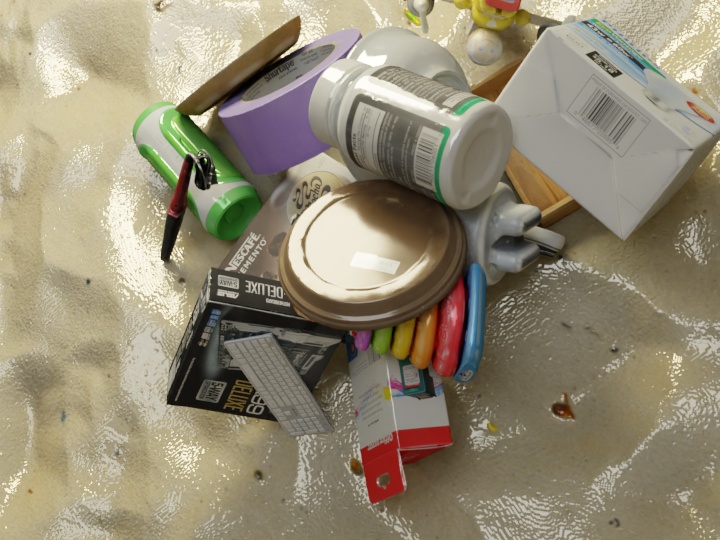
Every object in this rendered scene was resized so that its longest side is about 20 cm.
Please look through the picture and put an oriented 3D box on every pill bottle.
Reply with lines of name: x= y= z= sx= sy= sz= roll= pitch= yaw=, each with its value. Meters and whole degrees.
pill bottle: x=0.048 y=-0.147 z=1.271 sx=0.199 sy=0.113 sz=0.114 roll=27 pitch=80 yaw=34

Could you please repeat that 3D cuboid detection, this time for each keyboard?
keyboard: x=-0.089 y=0.132 z=1.370 sx=0.056 sy=0.201 sz=0.011 roll=-14 pitch=49 yaw=12

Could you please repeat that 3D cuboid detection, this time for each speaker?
speaker: x=-0.211 y=-0.129 z=1.575 sx=0.088 sy=0.088 sz=0.200 roll=-43 pitch=62 yaw=0

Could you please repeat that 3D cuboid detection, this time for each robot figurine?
robot figurine: x=0.098 y=-0.048 z=1.352 sx=0.198 sy=0.113 sz=0.172 roll=9 pitch=106 yaw=28

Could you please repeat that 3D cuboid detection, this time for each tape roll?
tape roll: x=-0.068 y=-0.206 z=1.492 sx=0.199 sy=0.085 sz=0.200 roll=-26 pitch=22 yaw=11

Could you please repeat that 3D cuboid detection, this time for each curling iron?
curling iron: x=-0.221 y=-0.074 z=1.516 sx=0.025 sy=0.200 sz=0.050 roll=-23 pitch=67 yaw=-40

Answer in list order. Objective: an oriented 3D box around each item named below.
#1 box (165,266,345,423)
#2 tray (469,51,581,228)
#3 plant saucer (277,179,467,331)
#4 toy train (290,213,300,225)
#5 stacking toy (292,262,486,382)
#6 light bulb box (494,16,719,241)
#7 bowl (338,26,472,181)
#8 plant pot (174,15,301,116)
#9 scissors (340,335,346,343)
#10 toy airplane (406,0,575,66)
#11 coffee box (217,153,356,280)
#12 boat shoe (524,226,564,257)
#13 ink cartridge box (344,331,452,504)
box: x=-0.118 y=0.089 z=1.365 sx=0.156 sy=0.201 sz=0.050 roll=12 pitch=48 yaw=-17
tray: x=0.207 y=-0.155 z=1.465 sx=0.098 sy=0.037 sz=0.201 roll=-30 pitch=64 yaw=6
plant saucer: x=0.010 y=-0.024 z=1.258 sx=0.198 sy=0.030 sz=0.201 roll=-6 pitch=49 yaw=7
toy train: x=0.000 y=0.000 z=1.422 sx=0.199 sy=0.042 sz=0.057 roll=29 pitch=96 yaw=-8
stacking toy: x=0.027 y=0.047 z=1.266 sx=0.198 sy=0.116 sz=0.111 roll=7 pitch=72 yaw=-3
light bulb box: x=0.267 y=-0.158 z=1.310 sx=0.198 sy=0.200 sz=0.125 roll=42 pitch=118 yaw=11
bowl: x=0.069 y=-0.182 z=1.422 sx=0.090 sy=0.201 sz=0.203 roll=8 pitch=71 yaw=46
plant pot: x=-0.150 y=-0.255 z=1.563 sx=0.199 sy=0.200 sz=0.028 roll=-37 pitch=98 yaw=3
scissors: x=-0.038 y=0.083 z=1.434 sx=0.198 sy=0.014 sz=0.074 roll=13 pitch=102 yaw=-13
toy airplane: x=0.151 y=-0.311 z=1.467 sx=0.198 sy=0.198 sz=0.143 roll=5 pitch=80 yaw=37
coffee box: x=-0.070 y=-0.035 z=1.490 sx=0.113 sy=0.080 sz=0.201 roll=34 pitch=84 yaw=24
boat shoe: x=0.137 y=-0.029 z=1.426 sx=0.198 sy=0.070 sz=0.067 roll=10 pitch=89 yaw=20
ink cartridge box: x=0.042 y=0.146 z=1.348 sx=0.067 sy=0.116 sz=0.202 roll=-3 pitch=74 yaw=-20
